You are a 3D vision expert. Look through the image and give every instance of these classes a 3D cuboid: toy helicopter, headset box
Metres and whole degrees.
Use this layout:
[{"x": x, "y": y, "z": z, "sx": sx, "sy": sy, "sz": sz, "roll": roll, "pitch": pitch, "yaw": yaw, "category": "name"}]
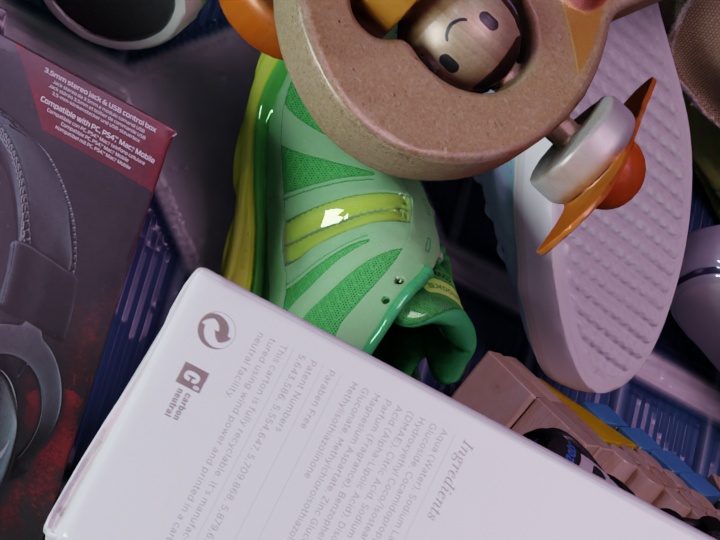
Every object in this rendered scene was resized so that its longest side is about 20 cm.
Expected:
[{"x": 0.065, "y": -0.078, "z": 0.772, "sx": 0.200, "sy": 0.079, "sz": 0.133, "roll": -21, "pitch": 78, "yaw": -34, "category": "toy helicopter"}, {"x": -0.147, "y": 0.006, "z": 0.702, "sx": 0.149, "sy": 0.077, "sz": 0.201, "roll": 29, "pitch": 64, "yaw": -26, "category": "headset box"}]

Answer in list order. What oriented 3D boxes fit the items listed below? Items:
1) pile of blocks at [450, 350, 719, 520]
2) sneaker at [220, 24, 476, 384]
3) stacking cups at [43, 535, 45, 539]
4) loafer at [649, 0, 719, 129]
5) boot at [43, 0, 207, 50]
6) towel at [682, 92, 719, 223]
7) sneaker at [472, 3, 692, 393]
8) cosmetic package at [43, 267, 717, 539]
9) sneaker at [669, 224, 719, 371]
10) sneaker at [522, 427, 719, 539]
[{"x": 0.100, "y": 0.102, "z": 0.876, "sx": 0.200, "sy": 0.082, "sz": 0.062, "roll": 36, "pitch": 102, "yaw": -13, "category": "pile of blocks"}, {"x": 0.000, "y": 0.000, "z": 0.796, "sx": 0.074, "sy": 0.083, "sz": 0.201, "roll": 48, "pitch": 53, "yaw": -63, "category": "sneaker"}, {"x": -0.032, "y": 0.157, "z": 0.765, "sx": 0.200, "sy": 0.060, "sz": 0.061, "roll": 51, "pitch": 55, "yaw": -8, "category": "stacking cups"}, {"x": 0.171, "y": -0.058, "z": 0.908, "sx": 0.200, "sy": 0.076, "sz": 0.067, "roll": 29, "pitch": 18, "yaw": -35, "category": "loafer"}, {"x": -0.067, "y": -0.186, "z": 0.776, "sx": 0.144, "sy": 0.072, "sz": 0.200, "roll": -58, "pitch": 141, "yaw": -47, "category": "boot"}, {"x": 0.154, "y": -0.120, "z": 0.986, "sx": 0.144, "sy": 0.023, "sz": 0.200, "roll": 51, "pitch": 56, "yaw": -15, "category": "towel"}, {"x": 0.054, "y": -0.060, "z": 0.867, "sx": 0.074, "sy": 0.082, "sz": 0.201, "roll": -9, "pitch": 96, "yaw": -42, "category": "sneaker"}, {"x": 0.023, "y": 0.088, "z": 0.684, "sx": 0.200, "sy": 0.113, "sz": 0.081, "roll": 29, "pitch": 75, "yaw": 1, "category": "cosmetic package"}, {"x": 0.177, "y": 0.064, "z": 0.920, "sx": 0.200, "sy": 0.073, "sz": 0.071, "roll": 41, "pitch": 51, "yaw": -22, "category": "sneaker"}, {"x": 0.101, "y": 0.090, "z": 0.778, "sx": 0.112, "sy": 0.199, "sz": 0.073, "roll": 62, "pitch": 21, "yaw": -22, "category": "sneaker"}]
